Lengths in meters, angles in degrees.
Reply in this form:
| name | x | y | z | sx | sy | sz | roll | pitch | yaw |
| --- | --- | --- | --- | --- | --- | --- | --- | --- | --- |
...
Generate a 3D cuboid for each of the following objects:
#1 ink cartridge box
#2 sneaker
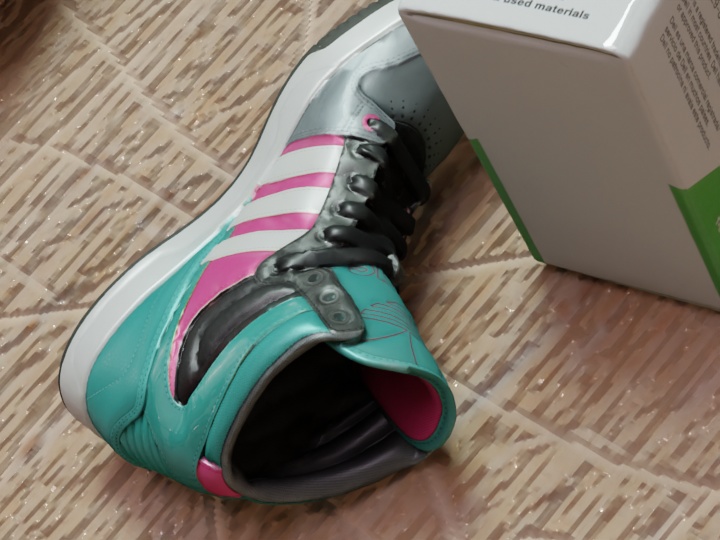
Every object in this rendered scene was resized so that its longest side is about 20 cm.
| name | x | y | z | sx | sy | sz | roll | pitch | yaw |
| --- | --- | --- | --- | --- | --- | --- | --- | --- | --- |
| ink cartridge box | 0.113 | -0.111 | 0.829 | 0.084 | 0.146 | 0.200 | 15 | 64 | 33 |
| sneaker | 0.000 | 0.000 | 0.839 | 0.200 | 0.084 | 0.121 | -49 | 47 | -3 |
